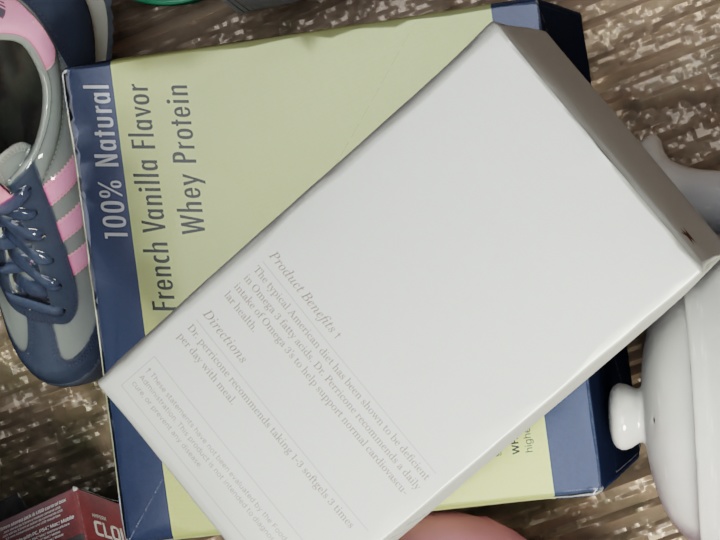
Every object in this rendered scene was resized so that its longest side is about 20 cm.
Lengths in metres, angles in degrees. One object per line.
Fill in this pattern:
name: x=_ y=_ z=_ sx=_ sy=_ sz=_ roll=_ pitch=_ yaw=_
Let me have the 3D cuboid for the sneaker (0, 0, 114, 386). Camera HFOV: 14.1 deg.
sneaker: x=-0.148 y=-0.034 z=1.257 sx=0.070 sy=0.082 sz=0.201 roll=7 pitch=113 yaw=26

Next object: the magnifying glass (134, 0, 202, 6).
magnifying glass: x=-0.030 y=-0.162 z=1.281 sx=0.199 sy=0.022 sz=0.080 roll=-4 pitch=91 yaw=14

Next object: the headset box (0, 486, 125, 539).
headset box: x=-0.146 y=0.197 z=1.254 sx=0.148 sy=0.075 sz=0.201 roll=-24 pitch=64 yaw=22

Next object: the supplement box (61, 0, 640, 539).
supplement box: x=0.000 y=0.000 z=1.220 sx=0.199 sy=0.134 sz=0.201 roll=-8 pitch=90 yaw=12

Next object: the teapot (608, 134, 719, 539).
teapot: x=0.171 y=0.058 z=1.153 sx=0.145 sy=0.200 sz=0.198 roll=-5 pitch=105 yaw=4

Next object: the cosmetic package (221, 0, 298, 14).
cosmetic package: x=-0.035 y=-0.218 z=1.249 sx=0.082 sy=0.051 sz=0.201 roll=-11 pitch=81 yaw=9

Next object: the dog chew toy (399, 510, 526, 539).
dog chew toy: x=0.073 y=0.177 z=1.207 sx=0.199 sy=0.125 sz=0.125 roll=22 pitch=98 yaw=-23

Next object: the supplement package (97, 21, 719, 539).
supplement package: x=0.023 y=0.016 z=1.087 sx=0.200 sy=0.117 sz=0.117 roll=-41 pitch=84 yaw=11
